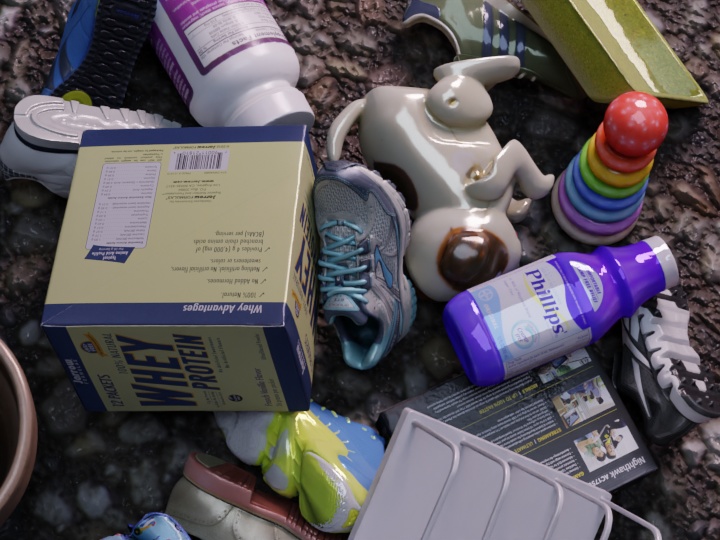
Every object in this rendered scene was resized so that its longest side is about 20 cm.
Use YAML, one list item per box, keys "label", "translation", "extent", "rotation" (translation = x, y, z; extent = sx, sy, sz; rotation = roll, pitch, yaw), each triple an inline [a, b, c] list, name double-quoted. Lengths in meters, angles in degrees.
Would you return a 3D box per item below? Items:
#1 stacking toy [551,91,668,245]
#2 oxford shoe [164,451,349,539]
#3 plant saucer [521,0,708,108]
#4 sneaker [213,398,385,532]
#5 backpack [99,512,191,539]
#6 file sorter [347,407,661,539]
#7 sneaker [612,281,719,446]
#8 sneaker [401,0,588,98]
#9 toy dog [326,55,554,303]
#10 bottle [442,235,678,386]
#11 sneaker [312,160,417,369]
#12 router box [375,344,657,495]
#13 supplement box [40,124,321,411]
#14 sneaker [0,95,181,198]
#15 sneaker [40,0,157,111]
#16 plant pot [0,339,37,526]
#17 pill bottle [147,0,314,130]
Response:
- label: "stacking toy"
  translation: [0.228, -0.095, 1.302]
  extent: [0.085, 0.200, 0.086]
  rotation: [2, 69, -5]
- label: "oxford shoe"
  translation: [-0.071, 0.230, 1.237]
  extent: [0.199, 0.071, 0.074]
  rotation: [30, 95, 6]
- label: "plant saucer"
  translation: [0.223, -0.225, 1.387]
  extent: [0.048, 0.199, 0.200]
  rotation: [-40, 73, 27]
- label: "sneaker"
  translation: [-0.045, 0.147, 1.268]
  extent: [0.105, 0.076, 0.200]
  rotation: [2, 38, -48]
- label: "backpack"
  translation: [-0.164, 0.277, 1.129]
  extent: [0.134, 0.200, 0.183]
  rotation: [-33, 75, -16]
- label: "file sorter"
  translation: [0.111, 0.217, 1.159]
  extent: [0.199, 0.124, 0.139]
  rotation: [24, 88, -17]
- label: "sneaker"
  translation: [0.254, 0.071, 1.312]
  extent: [0.066, 0.091, 0.201]
  rotation: [16, 41, -27]
- label: "sneaker"
  translation: [0.127, -0.212, 1.418]
  extent: [0.200, 0.067, 0.090]
  rotation: [40, 90, 1]
- label: "toy dog"
  translation: [0.079, -0.072, 1.309]
  extent: [0.193, 0.139, 0.201]
  rotation: [-7, 77, -29]
- label: "bottle"
  translation: [0.173, 0.028, 1.259]
  extent: [0.199, 0.065, 0.084]
  rotation: [-21, 73, -8]
- label: "sneaker"
  translation: [0.000, 0.000, 1.245]
  extent: [0.077, 0.201, 0.086]
  rotation: [5, 41, 26]
- label: "router box"
  translation: [0.134, 0.152, 1.280]
  extent: [0.199, 0.051, 0.150]
  rotation: [-23, 75, -13]
- label: "supplement box"
  translation: [-0.139, -0.001, 1.231]
  extent: [0.199, 0.134, 0.201]
  rotation: [-1, 55, 8]
- label: "sneaker"
  translation: [-0.225, -0.097, 1.338]
  extent: [0.199, 0.081, 0.077]
  rotation: [15, 41, -19]
- label: "sneaker"
  translation: [-0.246, -0.195, 1.347]
  extent: [0.066, 0.201, 0.079]
  rotation: [17, 23, -32]
- label: "plant pot"
  translation: [-0.350, 0.147, 1.175]
  extent: [0.199, 0.175, 0.201]
  rotation: [2, 70, -5]
- label: "pill bottle"
  translation: [-0.125, -0.201, 1.360]
  extent: [0.112, 0.112, 0.200]
  rotation: [-27, 74, -14]
